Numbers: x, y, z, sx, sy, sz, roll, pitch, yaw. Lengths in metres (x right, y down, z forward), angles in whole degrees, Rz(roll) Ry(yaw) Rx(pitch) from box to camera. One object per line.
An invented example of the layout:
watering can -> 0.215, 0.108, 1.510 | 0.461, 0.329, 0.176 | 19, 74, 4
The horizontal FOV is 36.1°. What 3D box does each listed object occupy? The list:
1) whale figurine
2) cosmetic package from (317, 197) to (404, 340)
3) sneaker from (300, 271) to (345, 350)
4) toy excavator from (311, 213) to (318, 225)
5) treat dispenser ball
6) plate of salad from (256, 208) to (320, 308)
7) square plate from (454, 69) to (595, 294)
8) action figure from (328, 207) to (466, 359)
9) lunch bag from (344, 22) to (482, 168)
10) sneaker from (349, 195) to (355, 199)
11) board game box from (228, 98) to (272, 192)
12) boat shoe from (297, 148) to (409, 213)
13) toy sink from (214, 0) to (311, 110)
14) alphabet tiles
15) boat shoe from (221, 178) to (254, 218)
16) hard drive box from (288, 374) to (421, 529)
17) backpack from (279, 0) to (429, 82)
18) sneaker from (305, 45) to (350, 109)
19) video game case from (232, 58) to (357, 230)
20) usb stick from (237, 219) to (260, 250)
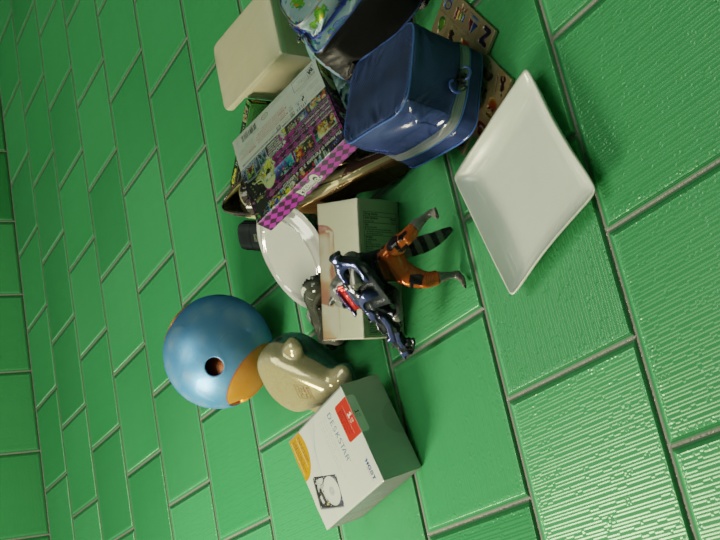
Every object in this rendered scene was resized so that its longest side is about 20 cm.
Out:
whale figurine -> -0.072, 0.161, 1.787 | 0.198, 0.104, 0.161 | 2, 127, 40
cosmetic package -> 0.000, 0.000, 1.630 | 0.086, 0.103, 0.204 | -5, 85, 40
sneaker -> -0.047, 0.067, 1.720 | 0.091, 0.066, 0.201 | 62, 170, 20
toy excavator -> -0.091, -0.139, 1.814 | 0.194, 0.099, 0.203 | -8, 106, 65
treat dispenser ball -> -0.253, 0.145, 1.975 | 0.200, 0.198, 0.205 | 2, 93, 58
plate of salad -> -0.102, -0.028, 1.838 | 0.199, 0.048, 0.202 | 33, 138, 35
square plate -> 0.204, -0.108, 1.375 | 0.199, 0.028, 0.202 | -57, 45, 42
action figure -> 0.047, 0.016, 1.524 | 0.105, 0.191, 0.201 | -88, -26, -53
lunch bag -> 0.081, -0.229, 1.470 | 0.199, 0.131, 0.138 | -20, 58, 58
sneaker -> -0.028, -0.186, 1.733 | 0.071, 0.098, 0.203 | 75, -150, -65
board game box -> -0.167, -0.194, 1.916 | 0.023, 0.103, 0.203 | 46, 128, 52
boat shoe -> -0.015, -0.152, 1.633 | 0.198, 0.072, 0.073 | -24, 70, 26
toy sink -> -0.148, -0.367, 1.875 | 0.199, 0.111, 0.132 | -35, 61, 48
alphabet tiles -> 0.138, -0.264, 1.501 | 0.201, 0.007, 0.169 | 55, 135, 42
boat shoe -> -0.164, -0.120, 1.771 | 0.199, 0.064, 0.074 | -29, 75, 59
hard drive box -> -0.012, 0.277, 1.677 | 0.200, 0.076, 0.157 | -51, 59, 46
backpack -> -0.027, -0.397, 1.613 | 0.184, 0.146, 0.200 | -50, 32, 8
sneaker -> -0.034, -0.292, 1.713 | 0.201, 0.081, 0.074 | 61, 140, 37
video game case -> -0.101, -0.190, 1.658 | 0.200, 0.036, 0.183 | -42, 48, 23
usb stick -> -0.168, -0.062, 1.987 | 0.199, 0.032, 0.056 | 5, 99, 58
